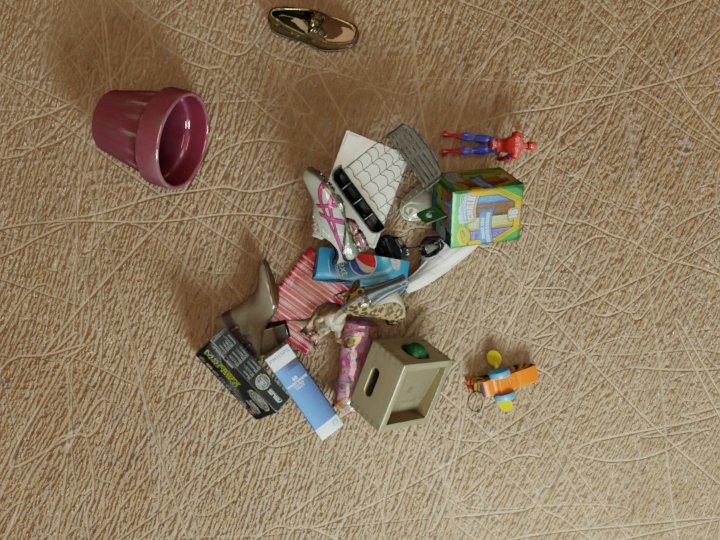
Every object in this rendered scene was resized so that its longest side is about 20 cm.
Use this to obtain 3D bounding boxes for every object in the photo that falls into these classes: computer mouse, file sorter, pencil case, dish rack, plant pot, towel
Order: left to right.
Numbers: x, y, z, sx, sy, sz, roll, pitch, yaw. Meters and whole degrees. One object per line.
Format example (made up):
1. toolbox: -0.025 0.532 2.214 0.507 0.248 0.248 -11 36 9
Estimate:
1. plant pot: -0.434 -0.284 1.377 0.177 0.200 0.202 17 93 12
2. towel: -0.115 0.067 1.485 0.144 0.022 0.201 38 91 -3
3. pencil case: -0.012 0.206 1.469 0.086 0.087 0.203 7 94 -3
4. file sorter: -0.003 -0.167 1.425 0.137 0.125 0.202 21 93 -5
5. dish rack: 0.058 -0.188 1.338 0.199 0.055 0.154 -37 97 0
6. computer mouse: 0.104 -0.054 1.421 0.034 0.199 0.059 -34 111 -37

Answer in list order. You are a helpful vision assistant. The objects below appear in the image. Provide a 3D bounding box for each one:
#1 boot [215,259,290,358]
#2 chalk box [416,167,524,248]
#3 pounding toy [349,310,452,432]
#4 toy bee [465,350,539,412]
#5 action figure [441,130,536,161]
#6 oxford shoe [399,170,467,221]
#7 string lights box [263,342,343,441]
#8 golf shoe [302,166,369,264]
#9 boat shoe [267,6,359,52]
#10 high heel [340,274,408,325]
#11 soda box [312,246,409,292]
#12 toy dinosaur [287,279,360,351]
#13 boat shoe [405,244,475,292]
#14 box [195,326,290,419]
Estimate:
1. boot: -0.240 0.091 1.444 0.145 0.070 0.202 -14 96 6
2. chalk box: 0.217 -0.130 1.389 0.198 0.125 0.125 -7 117 -13
3. pounding toy: 0.089 0.206 1.426 0.183 0.142 0.202 3 114 -45
4. toy bee: 0.287 0.242 1.485 0.198 0.108 0.133 8 84 -28
5. action figure: 0.284 -0.272 1.469 0.198 0.099 0.066 6 97 20
6. oxford shoe: 0.176 -0.166 1.468 0.198 0.058 0.076 -22 96 0
7. string lights box: -0.120 0.247 1.399 0.059 0.103 0.201 -36 92 -11
8. golf shoe: -0.066 -0.107 1.328 0.092 0.073 0.201 -31 96 1
9. boat shoe: -0.098 -0.512 1.429 0.197 0.068 0.073 6 92 -4
10. high heel: 0.021 0.081 1.381 0.141 0.201 0.072 -21 64 -13
11. soda box: 0.000 0.000 1.447 0.198 0.068 0.065 8 79 -10
12. toy dinosaur: -0.061 0.091 1.423 0.086 0.199 0.137 39 60 -32
13. boat shoe: 0.169 -0.030 1.472 0.199 0.072 0.069 -37 79 2
14. box: -0.251 0.221 1.419 0.200 0.160 0.044 48 61 -5
